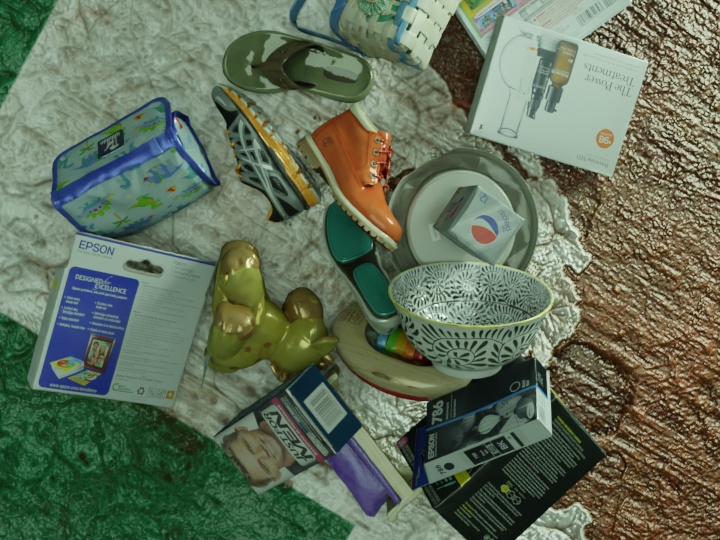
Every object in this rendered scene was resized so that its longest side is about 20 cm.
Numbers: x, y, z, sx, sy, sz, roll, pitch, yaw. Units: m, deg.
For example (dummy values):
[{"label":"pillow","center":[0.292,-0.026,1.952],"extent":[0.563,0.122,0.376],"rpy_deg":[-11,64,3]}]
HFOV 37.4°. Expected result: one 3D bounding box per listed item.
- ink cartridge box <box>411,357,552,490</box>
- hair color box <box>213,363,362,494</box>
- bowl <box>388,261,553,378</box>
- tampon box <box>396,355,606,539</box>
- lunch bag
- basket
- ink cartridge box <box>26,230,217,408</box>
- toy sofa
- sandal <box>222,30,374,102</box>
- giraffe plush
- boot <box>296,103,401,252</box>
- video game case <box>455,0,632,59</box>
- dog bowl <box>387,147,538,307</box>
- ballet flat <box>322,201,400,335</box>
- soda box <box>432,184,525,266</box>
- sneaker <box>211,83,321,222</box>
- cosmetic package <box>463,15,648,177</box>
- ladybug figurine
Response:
[{"label":"ink cartridge box","center":[0.133,0.183,1.264],"extent":[0.198,0.100,0.039],"rpy_deg":[-29,123,27]},{"label":"hair color box","center":[-0.095,0.203,1.332],"extent":[0.101,0.199,0.060],"rpy_deg":[51,48,-2]},{"label":"bowl","center":[0.129,0.068,1.272],"extent":[0.196,0.201,0.096],"rpy_deg":[1,110,0]},{"label":"tampon box","center":[0.173,0.223,1.332],"extent":[0.200,0.150,0.126],"rpy_deg":[-43,119,3]},{"label":"lunch bag","center":[-0.278,-0.120,1.303],"extent":[0.168,0.200,0.129],"rpy_deg":[-28,94,3]},{"label":"basket","center":[0.021,-0.355,1.328],"extent":[0.198,0.139,0.179],"rpy_deg":[28,92,32]},{"label":"ink cartridge box","center":[-0.299,0.063,1.338],"extent":[0.195,0.047,0.204],"rpy_deg":[14,96,-35]},{"label":"toy sofa","center":[-0.009,0.231,1.383],"extent":[0.097,0.083,0.201],"rpy_deg":[-38,93,2]},{"label":"sandal","center":[-0.079,-0.264,1.364],"extent":[0.197,0.057,0.082],"rpy_deg":[7,94,0]},{"label":"giraffe plush","center":[-0.110,0.073,1.346],"extent":[0.159,0.173,0.204],"rpy_deg":[8,98,-11]},{"label":"boot","center":[0.010,-0.120,1.334],"extent":[0.107,0.075,0.201],"rpy_deg":[-36,67,6]},{"label":"video game case","center":[0.221,-0.364,1.376],"extent":[0.199,0.022,0.183],"rpy_deg":[-35,93,3]},{"label":"dog bowl","center":[0.128,-0.056,1.377],"extent":[0.196,0.059,0.205],"rpy_deg":[0,93,0]},{"label":"ballet flat","center":[0.000,0.000,1.362],"extent":[0.069,0.070,0.202],"rpy_deg":[-27,57,2]},{"label":"soda box","center":[0.135,-0.055,1.248],"extent":[0.068,0.200,0.064],"rpy_deg":[35,93,-3]},{"label":"sneaker","center":[-0.134,-0.150,1.365],"extent":[0.077,0.078,0.201],"rpy_deg":[-35,92,11]},{"label":"cosmetic package","center":[0.248,-0.221,1.356],"extent":[0.196,0.052,0.154],"rpy_deg":[15,101,-6]},{"label":"ladybug figurine","center":[0.052,0.107,1.362],"extent":[0.197,0.136,0.073],"rpy_deg":[22,136,15]}]
